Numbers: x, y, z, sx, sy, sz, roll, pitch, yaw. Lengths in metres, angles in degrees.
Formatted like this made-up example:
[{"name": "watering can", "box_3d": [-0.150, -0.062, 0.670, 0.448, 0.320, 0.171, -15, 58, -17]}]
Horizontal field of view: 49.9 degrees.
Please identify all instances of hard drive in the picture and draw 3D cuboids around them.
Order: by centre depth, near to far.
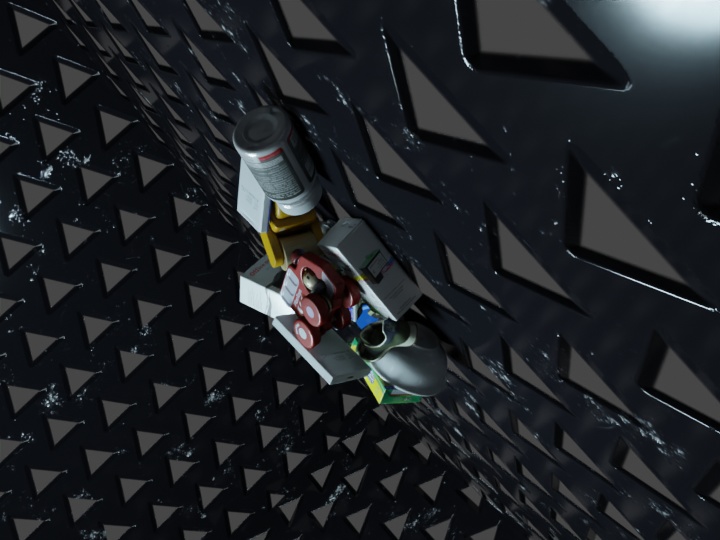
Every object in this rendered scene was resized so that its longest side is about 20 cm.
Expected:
[{"name": "hard drive", "box_3d": [-0.217, -0.199, 1.619, 0.132, 0.025, 0.203, 41, 129, 49]}, {"name": "hard drive", "box_3d": [-0.083, 0.163, 1.662, 0.200, 0.027, 0.131, 43, -153, 29]}]

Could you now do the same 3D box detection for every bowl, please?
[{"name": "bowl", "box_3d": [0.119, 0.180, 1.739, 0.198, 0.091, 0.202, 20, -152, -11]}]

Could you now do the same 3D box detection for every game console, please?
[{"name": "game console", "box_3d": [0.050, 0.137, 2.181, 0.169, 0.119, 0.201, -14, 125, 42]}]

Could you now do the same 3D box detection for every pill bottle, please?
[{"name": "pill bottle", "box_3d": [-0.149, -0.200, 1.447, 0.114, 0.114, 0.201, 39, 167, 35]}]

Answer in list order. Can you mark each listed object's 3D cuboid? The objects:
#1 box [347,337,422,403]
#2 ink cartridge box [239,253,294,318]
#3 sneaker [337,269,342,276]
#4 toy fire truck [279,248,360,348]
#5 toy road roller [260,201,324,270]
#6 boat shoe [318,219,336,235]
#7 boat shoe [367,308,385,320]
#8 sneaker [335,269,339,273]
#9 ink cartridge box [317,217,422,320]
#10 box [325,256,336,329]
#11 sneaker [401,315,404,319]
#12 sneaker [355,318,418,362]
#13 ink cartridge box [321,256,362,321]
[{"name": "box", "box_3d": [0.055, 0.217, 1.770, 0.116, 0.049, 0.201, 4, -148, -32]}, {"name": "ink cartridge box", "box_3d": [-0.169, 0.045, 1.849, 0.198, 0.145, 0.085, 23, 130, 20]}, {"name": "sneaker", "box_3d": [0.000, 0.000, 1.759, 0.200, 0.070, 0.100, 38, -156, -58]}, {"name": "toy fire truck", "box_3d": [-0.099, 0.047, 1.597, 0.168, 0.111, 0.201, 48, 145, 20]}, {"name": "toy road roller", "box_3d": [-0.148, -0.116, 1.650, 0.146, 0.121, 0.203, 127, 125, -65]}, {"name": "boat shoe", "box_3d": [-0.088, -0.070, 1.816, 0.071, 0.070, 0.200, 48, 170, -8]}, {"name": "boat shoe", "box_3d": [0.065, 0.093, 1.795, 0.066, 0.071, 0.201, 50, 166, 6]}, {"name": "sneaker", "box_3d": [-0.103, -0.004, 1.769, 0.076, 0.114, 0.203, 100, 155, -61]}, {"name": "ink cartridge box", "box_3d": [0.016, -0.005, 1.586, 0.201, 0.084, 0.145, 50, 169, -16]}, {"name": "box", "box_3d": [-0.072, 0.056, 2.094, 0.121, 0.032, 0.202, 43, 139, 21]}, {"name": "sneaker", "box_3d": [0.108, 0.156, 1.917, 0.104, 0.077, 0.200, 28, 169, 0]}, {"name": "sneaker", "box_3d": [0.029, 0.142, 1.639, 0.089, 0.068, 0.199, 15, 154, -32]}, {"name": "ink cartridge box", "box_3d": [-0.083, 0.030, 1.963, 0.198, 0.047, 0.198, 33, 160, 14]}]
